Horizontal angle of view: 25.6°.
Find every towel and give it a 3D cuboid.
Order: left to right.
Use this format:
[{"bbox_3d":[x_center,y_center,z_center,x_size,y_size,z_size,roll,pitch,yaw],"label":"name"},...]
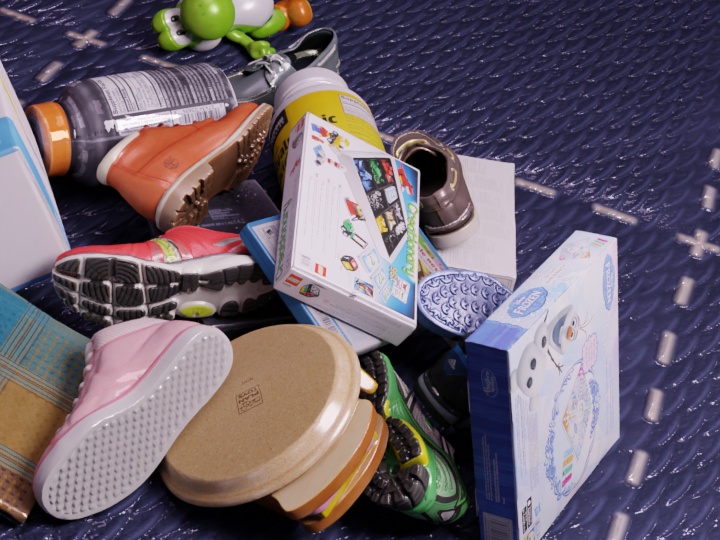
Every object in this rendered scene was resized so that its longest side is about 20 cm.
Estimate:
[{"bbox_3d":[-0.288,0.099,1.266,0.146,0.022,0.200,33,38,-6],"label":"towel"}]

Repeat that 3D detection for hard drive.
[{"bbox_3d":[-0.121,-0.008,1.473,0.134,0.042,0.200,-8,43,-25],"label":"hard drive"}]

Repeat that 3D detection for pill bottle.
[{"bbox_3d":[-0.228,-0.141,1.560,0.199,0.107,0.106,-13,44,-30],"label":"pill bottle"},{"bbox_3d":[-0.032,-0.116,1.585,0.111,0.112,0.200,2,38,-15],"label":"pill bottle"}]

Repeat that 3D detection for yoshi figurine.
[{"bbox_3d":[-0.139,-0.296,1.792,0.200,0.112,0.112,-26,59,-37],"label":"yoshi figurine"}]

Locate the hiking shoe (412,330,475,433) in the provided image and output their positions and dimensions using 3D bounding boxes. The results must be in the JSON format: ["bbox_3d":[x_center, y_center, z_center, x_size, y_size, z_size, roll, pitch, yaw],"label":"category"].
[{"bbox_3d":[0.139,0.094,1.358,0.200,0.087,0.074,2,45,-47],"label":"hiking shoe"}]

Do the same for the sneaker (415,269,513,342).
[{"bbox_3d":[0.127,0.050,1.431,0.199,0.078,0.070,12,66,-21],"label":"sneaker"}]

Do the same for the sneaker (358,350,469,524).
[{"bbox_3d":[0.028,0.143,1.317,0.085,0.078,0.200,37,16,-33],"label":"sneaker"}]

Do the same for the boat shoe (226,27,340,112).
[{"bbox_3d":[-0.098,-0.219,1.737,0.073,0.062,0.200,37,43,28],"label":"boat shoe"}]

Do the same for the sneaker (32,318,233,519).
[{"bbox_3d":[-0.200,0.112,1.267,0.104,0.075,0.200,15,52,44],"label":"sneaker"}]

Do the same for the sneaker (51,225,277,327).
[{"bbox_3d":[-0.171,-0.001,1.377,0.199,0.077,0.085,0,37,-20],"label":"sneaker"}]

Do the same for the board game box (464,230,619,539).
[{"bbox_3d":[0.153,0.100,1.290,0.043,0.201,0.199,12,32,31],"label":"board game box"}]

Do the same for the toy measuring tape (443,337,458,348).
[{"bbox_3d":[0.027,0.027,1.477,0.200,0.074,0.074,49,45,6],"label":"toy measuring tape"}]

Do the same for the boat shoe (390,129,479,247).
[{"bbox_3d":[0.065,-0.096,1.558,0.072,0.060,0.200,-26,32,5],"label":"boat shoe"}]

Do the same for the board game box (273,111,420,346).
[{"bbox_3d":[-0.008,-0.040,1.391,0.126,0.035,0.200,26,41,-21],"label":"board game box"}]

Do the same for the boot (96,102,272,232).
[{"bbox_3d":[-0.161,-0.118,1.500,0.107,0.075,0.200,28,41,16],"label":"boot"}]

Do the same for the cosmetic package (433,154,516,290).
[{"bbox_3d":[0.110,-0.040,1.581,0.082,0.051,0.200,11,37,-3],"label":"cosmetic package"}]

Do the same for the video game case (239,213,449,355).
[{"bbox_3d":[0.000,0.000,1.406,0.200,0.018,0.143,-19,68,-49],"label":"video game case"}]

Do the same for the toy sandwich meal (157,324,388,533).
[{"bbox_3d":[-0.069,0.127,1.276,0.205,0.070,0.206,-20,38,16],"label":"toy sandwich meal"}]

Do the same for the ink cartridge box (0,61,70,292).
[{"bbox_3d":[-0.356,-0.086,1.379,0.146,0.146,0.200,-22,44,-5],"label":"ink cartridge box"}]
